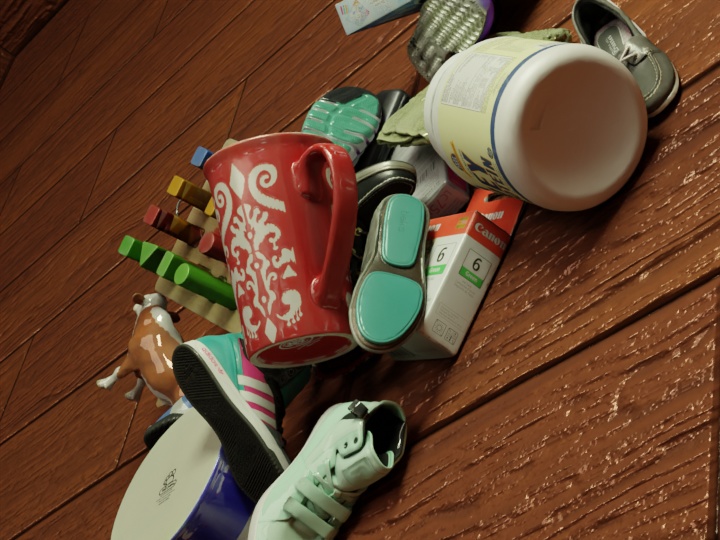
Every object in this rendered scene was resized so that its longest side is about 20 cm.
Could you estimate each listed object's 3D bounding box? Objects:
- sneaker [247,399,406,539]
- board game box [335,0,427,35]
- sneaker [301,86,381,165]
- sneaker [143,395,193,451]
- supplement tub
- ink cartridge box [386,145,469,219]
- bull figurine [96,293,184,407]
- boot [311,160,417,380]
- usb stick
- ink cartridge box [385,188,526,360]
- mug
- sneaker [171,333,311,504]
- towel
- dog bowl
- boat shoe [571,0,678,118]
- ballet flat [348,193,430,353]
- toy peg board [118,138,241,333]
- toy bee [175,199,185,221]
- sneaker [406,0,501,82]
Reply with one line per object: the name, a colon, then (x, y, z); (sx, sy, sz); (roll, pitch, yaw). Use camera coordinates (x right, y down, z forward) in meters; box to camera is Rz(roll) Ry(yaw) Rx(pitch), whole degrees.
sneaker: (-0.029, 0.198, 1.506); (0.118, 0.074, 0.200); (-25, 34, 61)
board game box: (0.105, -0.332, 1.876); (0.200, 0.043, 0.199); (-24, 4, -34)
sneaker: (-0.040, -0.113, 1.801); (0.088, 0.074, 0.200); (106, -169, -50)
sneaker: (-0.156, 0.152, 1.846); (0.200, 0.076, 0.077); (-29, 26, 30)
supplement tub: (0.152, -0.136, 1.519); (0.145, 0.145, 0.200); (-57, 23, -3)
ink cartridge box: (0.061, -0.099, 1.788); (0.119, 0.042, 0.200); (-46, 26, 27)
bull figurine: (-0.231, 0.118, 1.946); (0.121, 0.065, 0.200); (-52, 56, 15)
boot: (0.001, 0.001, 1.684); (0.204, 0.073, 0.154); (-42, 50, 34)
usb stick: (0.004, -0.112, 1.834); (0.055, 0.033, 0.200); (-8, 53, 53)
ink cartridge box: (0.085, -0.012, 1.606); (0.109, 0.050, 0.200); (-9, 51, 60)
mug: (-0.070, -0.022, 1.603); (0.178, 0.133, 0.200); (107, 154, -71)
sneaker: (-0.089, 0.142, 1.666); (0.121, 0.200, 0.084); (-23, -15, -41)
towel: (0.115, -0.188, 1.728); (0.200, 0.036, 0.148); (-38, 18, -18)
dog bowl: (-0.169, 0.239, 1.730); (0.200, 0.079, 0.200); (-43, 26, 27)
boat shoe: (0.237, -0.199, 1.553); (0.067, 0.057, 0.200); (-48, 24, 17)
ballet flat: (0.028, 0.014, 1.561); (0.064, 0.067, 0.200); (110, 175, -48)
toy peg board: (-0.166, -0.053, 1.878); (0.200, 0.098, 0.199); (24, 88, 52)
toy bee: (-0.112, -0.036, 1.995); (0.131, 0.109, 0.200); (-44, 48, 5)
sneaker: (0.117, -0.280, 1.844); (0.100, 0.070, 0.200); (-40, -1, -18)
